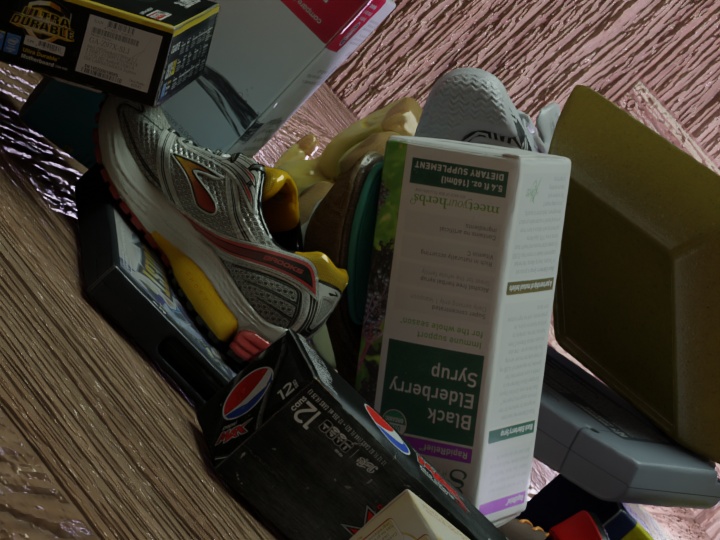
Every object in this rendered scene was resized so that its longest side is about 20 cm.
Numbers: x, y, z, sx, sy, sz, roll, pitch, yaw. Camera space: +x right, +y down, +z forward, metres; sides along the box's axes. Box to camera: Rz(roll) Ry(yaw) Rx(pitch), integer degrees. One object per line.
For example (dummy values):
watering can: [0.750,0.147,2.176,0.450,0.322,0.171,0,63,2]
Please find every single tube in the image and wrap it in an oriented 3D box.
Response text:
tube: [-0.106,-0.048,1.478,0.200,0.050,0.077,39,7,-12]

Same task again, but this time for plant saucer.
plant saucer: [0.176,0.011,1.597,0.200,0.048,0.201,41,-35,49]

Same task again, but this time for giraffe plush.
giraffe plush: [-0.008,0.005,1.669,0.200,0.172,0.163,-12,-65,57]

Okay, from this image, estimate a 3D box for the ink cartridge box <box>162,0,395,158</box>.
ink cartridge box: [-0.078,-0.126,1.603,0.083,0.200,0.145,44,6,1]

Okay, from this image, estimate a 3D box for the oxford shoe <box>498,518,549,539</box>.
oxford shoe: [0.087,0.165,1.470,0.201,0.073,0.071,56,6,8]

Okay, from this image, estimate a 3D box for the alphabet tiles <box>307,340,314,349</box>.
alphabet tiles: [-0.003,0.092,1.516,0.200,0.006,0.167,54,6,-48]

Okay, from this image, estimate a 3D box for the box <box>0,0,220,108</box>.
box: [-0.168,-0.141,1.392,0.159,0.050,0.200,15,10,2]

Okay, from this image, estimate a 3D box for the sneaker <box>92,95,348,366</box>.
sneaker: [-0.073,-0.033,1.367,0.200,0.082,0.078,52,8,29]

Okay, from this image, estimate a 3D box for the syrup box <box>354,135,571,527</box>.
syrup box: [0.052,0.033,1.359,0.078,0.201,0.081,10,6,25]

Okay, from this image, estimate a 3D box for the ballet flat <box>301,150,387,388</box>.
ballet flat: [-0.005,0.014,1.413,0.072,0.068,0.201,18,-40,32]

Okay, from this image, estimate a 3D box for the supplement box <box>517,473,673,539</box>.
supplement box: [0.177,0.232,1.601,0.200,0.109,0.109,47,6,-17]

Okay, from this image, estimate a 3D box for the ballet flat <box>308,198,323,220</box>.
ballet flat: [0.000,0.000,1.489,0.075,0.068,0.201,25,-37,18]

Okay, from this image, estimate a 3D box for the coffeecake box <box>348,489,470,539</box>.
coffeecake box: [0.075,0.217,1.151,0.153,0.073,0.200,44,8,-46]

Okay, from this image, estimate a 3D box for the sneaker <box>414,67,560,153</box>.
sneaker: [0.083,-0.081,1.625,0.201,0.075,0.115,74,21,-49]

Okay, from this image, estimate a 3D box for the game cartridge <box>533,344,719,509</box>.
game cartridge: [0.122,0.087,1.595,0.133,0.042,0.200,6,24,-49]

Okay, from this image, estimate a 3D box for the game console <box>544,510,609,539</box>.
game console: [0.134,0.219,1.320,0.200,0.031,0.178,94,-26,-78]

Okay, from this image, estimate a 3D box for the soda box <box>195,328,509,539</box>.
soda box: [0.010,0.124,1.269,0.200,0.071,0.063,45,8,-25]

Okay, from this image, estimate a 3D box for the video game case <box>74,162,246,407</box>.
video game case: [-0.083,0.035,1.378,0.181,0.025,0.200,47,6,-18]
